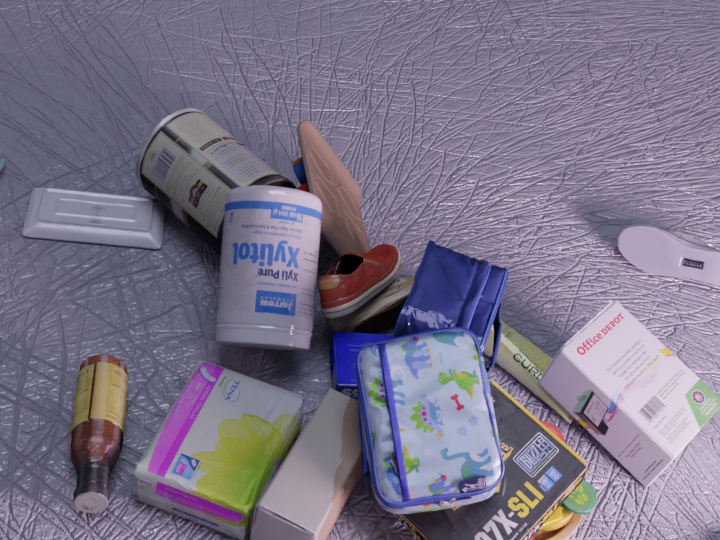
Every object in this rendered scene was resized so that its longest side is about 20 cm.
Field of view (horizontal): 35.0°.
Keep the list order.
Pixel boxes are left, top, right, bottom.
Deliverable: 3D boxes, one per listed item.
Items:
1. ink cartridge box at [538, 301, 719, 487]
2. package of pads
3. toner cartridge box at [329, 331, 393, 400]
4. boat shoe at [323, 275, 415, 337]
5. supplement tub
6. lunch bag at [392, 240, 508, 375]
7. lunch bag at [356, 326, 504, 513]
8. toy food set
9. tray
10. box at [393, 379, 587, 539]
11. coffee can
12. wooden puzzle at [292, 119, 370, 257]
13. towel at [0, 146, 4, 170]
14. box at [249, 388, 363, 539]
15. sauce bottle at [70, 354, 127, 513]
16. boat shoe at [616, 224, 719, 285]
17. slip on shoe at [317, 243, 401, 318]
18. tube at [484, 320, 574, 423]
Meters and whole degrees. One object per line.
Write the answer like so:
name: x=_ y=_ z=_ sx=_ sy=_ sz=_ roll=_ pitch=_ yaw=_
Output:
ink cartridge box: x=0.360 y=0.161 z=1.526 sx=0.200 sy=0.084 sz=0.144 roll=44 pitch=50 yaw=16
package of pads: x=-0.163 y=0.211 z=1.373 sx=0.152 sy=0.069 sz=0.201 roll=18 pitch=43 yaw=6
toner cartridge box: x=0.059 y=0.136 z=1.529 sx=0.197 sy=0.044 sz=0.096 roll=4 pitch=45 yaw=-10
boat shoe: x=0.040 y=0.038 z=1.608 sx=0.198 sy=0.072 sz=0.065 roll=-23 pitch=54 yaw=-31
supplement tub: x=-0.120 y=-0.001 z=1.495 sx=0.130 sy=0.132 sz=0.203 roll=4 pitch=83 yaw=-10
lunch bag: x=0.118 y=0.075 z=1.475 sx=0.130 sy=0.137 sz=0.201 roll=18 pitch=46 yaw=6
lunch bag: x=0.075 y=0.174 z=1.319 sx=0.158 sy=0.083 sz=0.203 roll=-7 pitch=71 yaw=-1
toy food set: x=0.190 y=0.259 z=1.427 sx=0.196 sy=0.049 sz=0.201 roll=-14 pitch=49 yaw=-27
tray: x=-0.384 y=-0.082 z=1.663 sx=0.197 sy=0.022 sz=0.108 roll=5 pitch=44 yaw=-9
box: x=0.146 y=0.254 z=1.356 sx=0.200 sy=0.050 sz=0.159 roll=-41 pitch=67 yaw=-17
coffee can: x=-0.208 y=-0.123 z=1.657 sx=0.199 sy=0.148 sz=0.146 roll=39 pitch=48 yaw=25
wooden puzzle: x=-0.045 y=-0.094 z=1.678 sx=0.046 sy=0.186 sz=0.202 roll=-24 pitch=44 yaw=17
towel: x=-0.619 y=-0.129 z=1.636 sx=0.168 sy=0.049 sz=0.202 roll=9 pitch=43 yaw=-1
box: x=-0.051 y=0.247 z=1.346 sx=0.077 sy=0.096 sz=0.201 roll=23 pitch=45 yaw=10
sauce bottle: x=-0.313 y=0.193 z=1.358 sx=0.065 sy=0.067 sz=0.202 roll=5 pitch=44 yaw=-9
boat shoe: x=0.501 y=-0.029 z=1.811 sx=0.197 sy=0.072 sz=0.070 roll=13 pitch=15 yaw=6
slip on shoe: x=0.000 y=0.000 z=1.567 sx=0.073 sy=0.062 sz=0.200 roll=-11 pitch=16 yaw=31
tube: x=0.230 y=0.126 z=1.583 sx=0.199 sy=0.052 sz=0.058 roll=39 pitch=92 yaw=17
